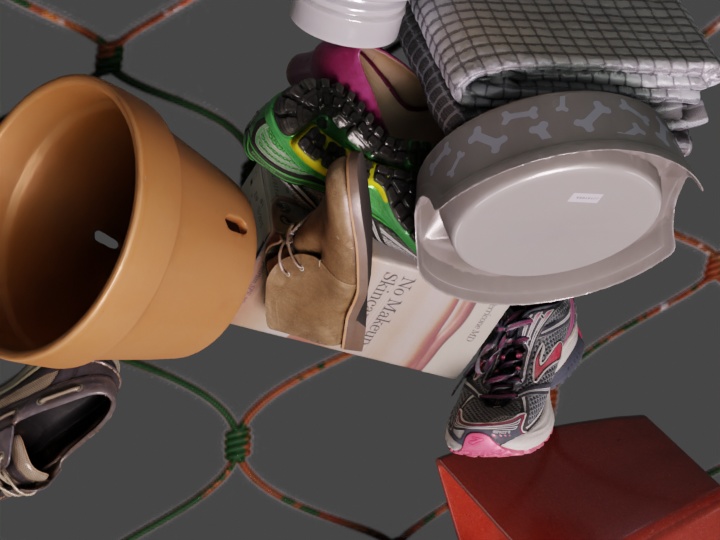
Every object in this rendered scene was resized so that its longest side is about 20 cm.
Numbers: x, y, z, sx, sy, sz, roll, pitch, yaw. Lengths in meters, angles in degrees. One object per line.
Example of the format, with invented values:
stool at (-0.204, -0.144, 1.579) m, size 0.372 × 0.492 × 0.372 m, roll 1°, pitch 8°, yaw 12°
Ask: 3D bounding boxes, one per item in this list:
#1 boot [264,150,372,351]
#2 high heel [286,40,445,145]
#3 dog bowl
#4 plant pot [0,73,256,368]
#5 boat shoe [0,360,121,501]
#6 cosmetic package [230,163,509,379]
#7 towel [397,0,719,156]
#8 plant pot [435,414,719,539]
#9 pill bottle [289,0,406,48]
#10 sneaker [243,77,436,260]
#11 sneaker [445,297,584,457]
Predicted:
boot at (-0.028, -0.010, 1.515) m, size 0.075 × 0.074 × 0.200 m, roll 6°, pitch 145°, yaw -1°
high heel at (0.045, -0.104, 1.594) m, size 0.200 × 0.096 × 0.068 m, roll 24°, pitch 76°, yaw -26°
dog bowl at (0.128, -0.050, 1.500) m, size 0.200 × 0.059 × 0.200 m, roll -9°, pitch 152°, yaw -5°
plant pot at (-0.167, -0.021, 1.549) m, size 0.140 × 0.200 × 0.200 m, roll 18°, pitch 116°, yaw -43°
boat shoe at (-0.261, 0.129, 1.674) m, size 0.200 × 0.073 × 0.074 m, roll -43°, pitch 122°, yaw 12°
cosmetic package at (0.000, 0.000, 1.648) m, size 0.200 × 0.087 × 0.103 m, roll 13°, pitch 130°, yaw -23°
towel at (0.135, -0.148, 1.558) m, size 0.200 × 0.166 × 0.086 m, roll -1°, pitch 125°, yaw -14°
plant pot at (0.200, 0.233, 1.810) m, size 0.176 × 0.200 × 0.200 m, roll -26°, pitch 126°, yaw -14°
pill bottle at (0.009, -0.254, 1.489) m, size 0.109 × 0.109 × 0.200 m, roll 4°, pitch 120°, yaw -18°
sneaker at (0.006, -0.064, 1.575) m, size 0.200 × 0.078 × 0.085 m, roll 37°, pitch 151°, yaw -24°
sneaker at (0.112, 0.071, 1.687) m, size 0.081 × 0.200 × 0.075 m, roll 2°, pitch 124°, yaw 20°
